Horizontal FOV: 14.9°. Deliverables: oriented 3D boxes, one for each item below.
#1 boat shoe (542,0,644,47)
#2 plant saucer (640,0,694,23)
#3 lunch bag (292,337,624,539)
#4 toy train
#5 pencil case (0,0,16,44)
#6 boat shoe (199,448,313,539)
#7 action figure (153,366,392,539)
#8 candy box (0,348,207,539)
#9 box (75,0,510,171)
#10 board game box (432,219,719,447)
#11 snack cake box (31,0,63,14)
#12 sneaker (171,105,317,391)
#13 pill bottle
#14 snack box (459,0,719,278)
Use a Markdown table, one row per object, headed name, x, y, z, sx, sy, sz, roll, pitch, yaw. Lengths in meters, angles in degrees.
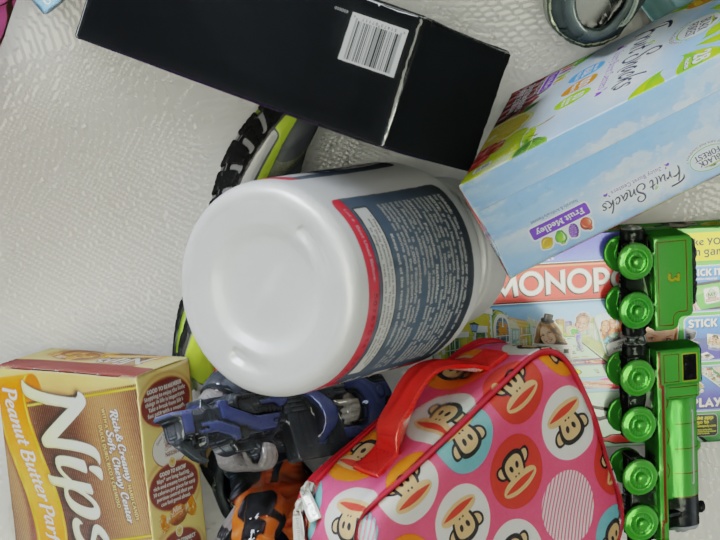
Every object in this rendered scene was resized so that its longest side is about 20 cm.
| name | x | y | z | sx | sy | sz | roll | pitch | yaw |
| --- | --- | --- | --- | --- | --- | --- | --- | --- | --- |
| boat shoe | 0.170 | -0.221 | 1.597 | 0.072 | 0.062 | 0.201 | 26 | 98 | -6 |
| plant saucer | 0.248 | -0.217 | 1.645 | 0.198 | 0.027 | 0.202 | 0 | 100 | -1 |
| lunch bag | 0.057 | 0.135 | 1.593 | 0.200 | 0.082 | 0.177 | -38 | 119 | -31 |
| toy train | 0.179 | 0.070 | 1.659 | 0.056 | 0.042 | 0.202 | -5 | 101 | -12 |
| pencil case | -0.266 | -0.098 | 1.589 | 0.090 | 0.094 | 0.201 | 22 | 120 | -1 |
| boat shoe | -0.027 | 0.175 | 1.689 | 0.074 | 0.062 | 0.200 | -38 | 100 | 3 |
| action figure | -0.072 | 0.115 | 1.588 | 0.104 | 0.199 | 0.195 | -7 | 82 | 38 |
| candy box | -0.152 | 0.152 | 1.657 | 0.115 | 0.055 | 0.202 | 2 | 102 | 36 |
| box | -0.036 | -0.126 | 1.536 | 0.199 | 0.141 | 0.079 | 21 | 97 | 23 |
| board game box | 0.142 | 0.041 | 1.686 | 0.198 | 0.029 | 0.136 | -3 | 101 | -1 |
| snack cake box | -0.144 | -0.258 | 1.606 | 0.200 | 0.067 | 0.115 | -40 | 98 | 5 |
| sneaker | -0.054 | -0.015 | 1.658 | 0.080 | 0.074 | 0.201 | 15 | 105 | -14 |
| pill bottle | 0.000 | 0.000 | 1.568 | 0.119 | 0.199 | 0.121 | 5 | 99 | 32 |
| snack box | 0.156 | -0.086 | 1.560 | 0.168 | 0.200 | 0.068 | -26 | 102 | 20 |
